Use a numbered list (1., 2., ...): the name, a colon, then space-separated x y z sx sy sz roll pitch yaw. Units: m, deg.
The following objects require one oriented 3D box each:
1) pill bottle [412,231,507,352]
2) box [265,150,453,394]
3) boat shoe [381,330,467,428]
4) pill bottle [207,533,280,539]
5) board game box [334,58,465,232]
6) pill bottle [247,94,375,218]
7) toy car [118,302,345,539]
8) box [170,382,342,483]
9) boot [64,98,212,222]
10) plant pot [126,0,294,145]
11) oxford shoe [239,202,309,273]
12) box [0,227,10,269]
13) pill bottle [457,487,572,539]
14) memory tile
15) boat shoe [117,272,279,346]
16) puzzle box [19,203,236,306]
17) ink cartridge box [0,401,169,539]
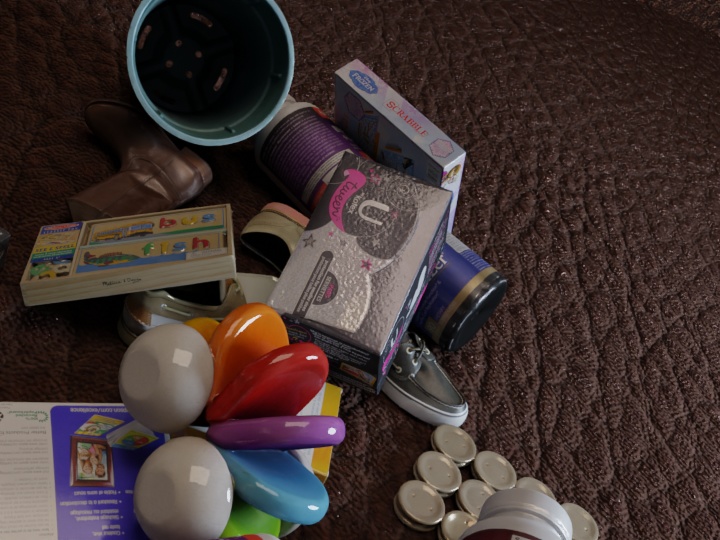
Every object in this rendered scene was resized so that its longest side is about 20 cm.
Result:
1. pill bottle: 0.068 -0.006 1.124 0.200 0.112 0.112 40 36 19
2. box: 0.000 0.000 0.976 0.131 0.115 0.201 21 64 10
3. boat shoe: 0.041 0.091 1.026 0.200 0.057 0.068 39 35 17
4. pill bottle: -0.139 0.240 0.612 0.198 0.113 0.113 0 42 -28
5. board game box: 0.043 -0.137 1.206 0.041 0.201 0.200 -35 65 -23
6. pill bottle: -0.067 -0.146 1.213 0.111 0.112 0.200 -16 54 -46
7. toy car: -0.083 0.123 0.737 0.175 0.149 0.202 20 54 -59
8. box: -0.120 0.128 0.885 0.198 0.042 0.119 20 35 -7
9. boot: -0.287 -0.108 1.066 0.185 0.065 0.200 29 39 6
10. plant pot: -0.205 -0.265 1.178 0.198 0.202 0.196 11 7 -23
11. oxford shoe: -0.050 -0.005 1.088 0.199 0.071 0.074 26 38 16
12. box: -0.445 -0.019 0.844 0.160 0.049 0.200 30 34 6
13. pill bottle: 0.120 0.281 0.776 0.112 0.113 0.200 28 36 2
14. memory tile: 0.137 0.245 0.929 0.199 0.017 0.153 33 34 7
15. boat shoe: -0.149 0.030 0.965 0.199 0.069 0.075 -13 51 -44
16. puzzle box: -0.222 -0.019 0.923 0.198 0.026 0.133 -8 27 -6
17. ink cartridge box: -0.235 0.192 0.711 0.196 0.044 0.201 6 46 -28
